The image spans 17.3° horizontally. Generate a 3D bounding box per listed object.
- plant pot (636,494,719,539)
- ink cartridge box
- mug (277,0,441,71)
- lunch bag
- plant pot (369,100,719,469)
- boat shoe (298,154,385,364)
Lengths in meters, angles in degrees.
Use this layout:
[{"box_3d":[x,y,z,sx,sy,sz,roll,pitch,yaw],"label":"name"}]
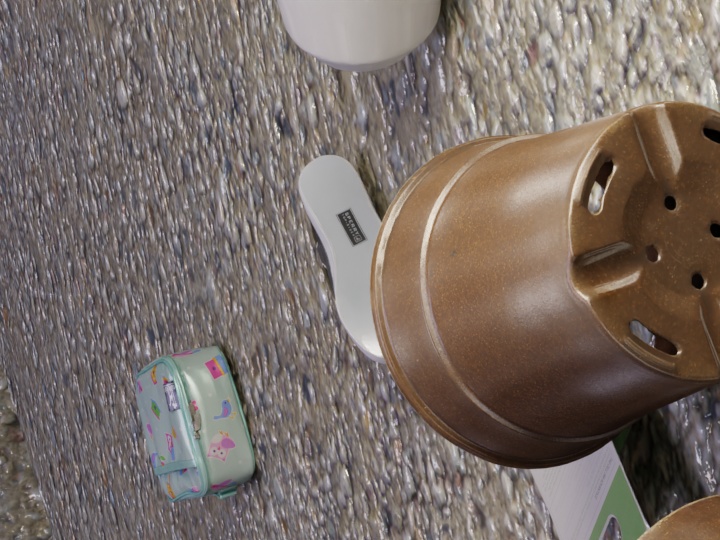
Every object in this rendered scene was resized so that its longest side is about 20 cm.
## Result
[{"box_3d":[0.235,0.237,1.212,0.199,0.186,0.189,26,127,50],"label":"plant pot"},{"box_3d":[0.152,0.117,1.549,0.146,0.048,0.201,103,150,-52],"label":"ink cartridge box"},{"box_3d":[0.008,-0.236,1.683,0.149,0.187,0.154,25,142,27],"label":"mug"},{"box_3d":[-0.179,0.169,2.538,0.200,0.076,0.162,153,104,-71],"label":"lunch bag"},{"box_3d":[0.134,0.000,1.327,0.198,0.199,0.202,-25,77,64],"label":"plant pot"},{"box_3d":[0.000,0.000,1.918,0.066,0.069,0.201,74,171,-58],"label":"boat shoe"}]
